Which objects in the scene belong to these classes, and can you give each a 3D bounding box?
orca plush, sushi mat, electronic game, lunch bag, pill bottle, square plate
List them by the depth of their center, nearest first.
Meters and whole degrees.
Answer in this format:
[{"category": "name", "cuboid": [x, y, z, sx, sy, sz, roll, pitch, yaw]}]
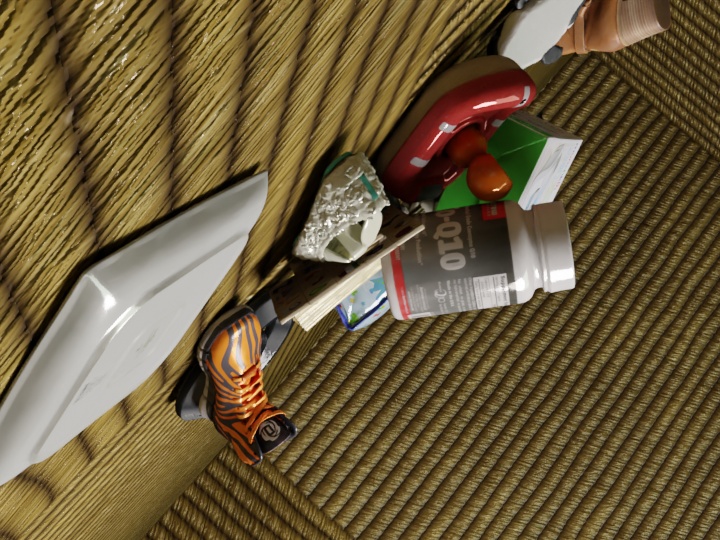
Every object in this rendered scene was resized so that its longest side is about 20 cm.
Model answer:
[{"category": "square plate", "cuboid": [-0.144, 0.039, 0.590, 0.200, 0.028, 0.198, -51, 177, 30]}, {"category": "pill bottle", "cuboid": [0.127, -0.015, 1.037, 0.199, 0.115, 0.114, -9, -177, 8]}, {"category": "orca plush", "cuboid": [0.205, -0.315, 1.109, 0.105, 0.071, 0.201, 30, 92, -42]}, {"category": "electronic game", "cuboid": [-0.144, 0.098, 1.121, 0.200, 0.042, 0.200, -49, 169, -13]}, {"category": "sushi mat", "cuboid": [0.000, 0.000, 1.133, 0.200, 0.012, 0.096, -39, 165, -3]}, {"category": "lunch bag", "cuboid": [0.034, -0.008, 1.548, 0.200, 0.128, 0.170, -40, 178, 7]}]

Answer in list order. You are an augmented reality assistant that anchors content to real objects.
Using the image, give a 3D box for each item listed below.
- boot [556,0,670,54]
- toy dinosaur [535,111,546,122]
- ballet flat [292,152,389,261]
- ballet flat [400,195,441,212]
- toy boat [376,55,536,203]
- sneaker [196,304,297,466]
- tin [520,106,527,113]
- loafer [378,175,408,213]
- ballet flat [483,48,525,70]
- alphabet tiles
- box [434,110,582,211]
[{"category": "boot", "cuboid": [0.292, -0.369, 1.166, 0.154, 0.202, 0.073, -5, 177, 44]}, {"category": "toy dinosaur", "cuboid": [0.204, -0.165, 1.372, 0.201, 0.135, 0.103, -103, -167, -52]}, {"category": "ballet flat", "cuboid": [-0.019, -0.041, 0.878, 0.072, 0.072, 0.200, -48, 177, -19]}, {"category": "ballet flat", "cuboid": [0.089, -0.104, 1.289, 0.072, 0.071, 0.201, 122, -22, -72]}, {"category": "toy boat", "cuboid": [0.118, -0.132, 1.027, 0.130, 0.131, 0.200, -16, 152, -47]}, {"category": "sneaker", "cuboid": [-0.110, 0.127, 0.990, 0.077, 0.112, 0.201, -32, 151, -28]}, {"category": "tin", "cuboid": [0.181, -0.219, 1.341, 0.111, 0.042, 0.200, -23, -171, 14]}, {"category": "loafer", "cuboid": [0.019, -0.066, 1.177, 0.069, 0.070, 0.200, -11, 165, 9]}, {"category": "ballet flat", "cuboid": [0.180, -0.260, 1.233, 0.200, 0.069, 0.072, -43, 147, -63]}, {"category": "alphabet tiles", "cuboid": [-0.024, -0.015, 0.999, 0.167, 0.008, 0.200, -34, -166, -2]}, {"category": "box", "cuboid": [0.175, -0.095, 1.191, 0.176, 0.096, 0.201, -12, 129, -63]}]
